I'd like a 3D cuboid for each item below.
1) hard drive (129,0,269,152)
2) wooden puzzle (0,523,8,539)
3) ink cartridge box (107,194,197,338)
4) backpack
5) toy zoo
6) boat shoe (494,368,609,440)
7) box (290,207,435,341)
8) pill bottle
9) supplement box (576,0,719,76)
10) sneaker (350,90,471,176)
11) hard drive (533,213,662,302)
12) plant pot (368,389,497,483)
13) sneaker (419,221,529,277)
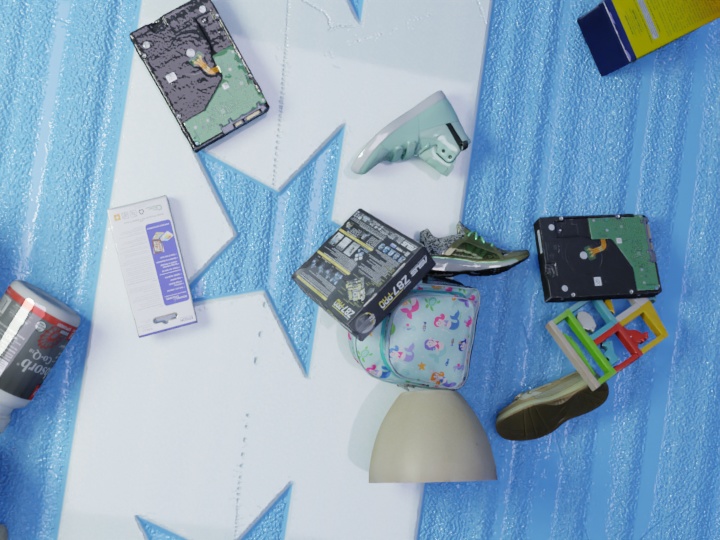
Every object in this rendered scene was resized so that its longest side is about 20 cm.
[{"bbox_3d":[-0.247,-0.305,1.396,0.139,0.038,0.202,-31,94,-9],"label":"hard drive"},{"bbox_3d":[-0.560,0.471,1.261,0.037,0.185,0.203,17,86,-6],"label":"wooden puzzle"},{"bbox_3d":[-0.319,-0.006,1.388,0.093,0.037,0.204,-14,89,-11],"label":"ink cartridge box"},{"bbox_3d":[0.080,0.094,1.406,0.196,0.151,0.181,10,94,-5],"label":"backpack"},{"bbox_3d":[0.419,0.092,1.494,0.198,0.021,0.132,-30,74,-19],"label":"toy zoo"},{"bbox_3d":[0.310,0.218,1.492,0.198,0.063,0.074,-25,120,-3],"label":"boat shoe"},{"bbox_3d":[0.000,0.000,1.364,0.161,0.199,0.049,-44,125,-9],"label":"box"},{"bbox_3d":[-0.507,0.126,1.311,0.115,0.116,0.202,32,85,-8],"label":"pill bottle"},{"bbox_3d":[0.483,-0.423,1.501,0.198,0.109,0.111,-27,94,-10],"label":"supplement box"},{"bbox_3d":[0.087,-0.187,1.440,0.199,0.074,0.119,-36,89,-11],"label":"sneaker"},{"bbox_3d":[0.392,-0.021,1.498,0.196,0.038,0.142,-3,74,-10],"label":"hard drive"},{"bbox_3d":[0.108,0.256,1.389,0.196,0.200,0.137,0,78,-10],"label":"plant pot"},{"bbox_3d":[0.181,-0.039,1.463,0.196,0.077,0.090,-2,81,-12],"label":"sneaker"}]
